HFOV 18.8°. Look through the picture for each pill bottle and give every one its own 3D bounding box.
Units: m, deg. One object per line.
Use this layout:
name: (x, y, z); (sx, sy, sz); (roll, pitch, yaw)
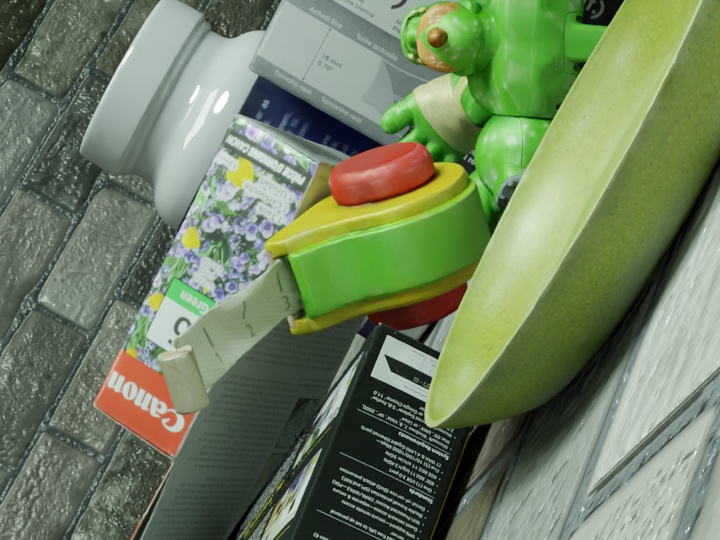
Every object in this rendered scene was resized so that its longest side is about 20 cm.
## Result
pill bottle: (-0.037, -0.052, 1.124); (0.116, 0.199, 0.116); (-61, 4, 8)

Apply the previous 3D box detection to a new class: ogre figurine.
ogre figurine: (0.062, -0.101, 0.913); (0.120, 0.097, 0.201); (-146, 76, -76)

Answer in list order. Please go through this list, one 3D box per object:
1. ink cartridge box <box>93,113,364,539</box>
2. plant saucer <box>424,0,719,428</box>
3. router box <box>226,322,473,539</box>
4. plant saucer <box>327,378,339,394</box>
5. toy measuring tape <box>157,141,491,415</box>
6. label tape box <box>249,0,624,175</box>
ink cartridge box: (-0.056, 0.041, 0.922); (0.201, 0.050, 0.109); (-63, -24, 6)
plant saucer: (0.081, -0.032, 0.701); (0.201, 0.031, 0.200); (-62, 3, 6)
router box: (-0.028, 0.132, 0.821); (0.150, 0.051, 0.200); (-67, 6, -35)
plant saucer: (-0.036, 0.134, 1.097); (0.201, 0.029, 0.200); (-61, 3, 5)
toy measuring tape: (0.000, 0.000, 0.815); (0.074, 0.073, 0.200); (-59, -10, 32)
label tape box: (0.056, -0.152, 1.025); (0.201, 0.143, 0.063); (-60, 4, 21)
